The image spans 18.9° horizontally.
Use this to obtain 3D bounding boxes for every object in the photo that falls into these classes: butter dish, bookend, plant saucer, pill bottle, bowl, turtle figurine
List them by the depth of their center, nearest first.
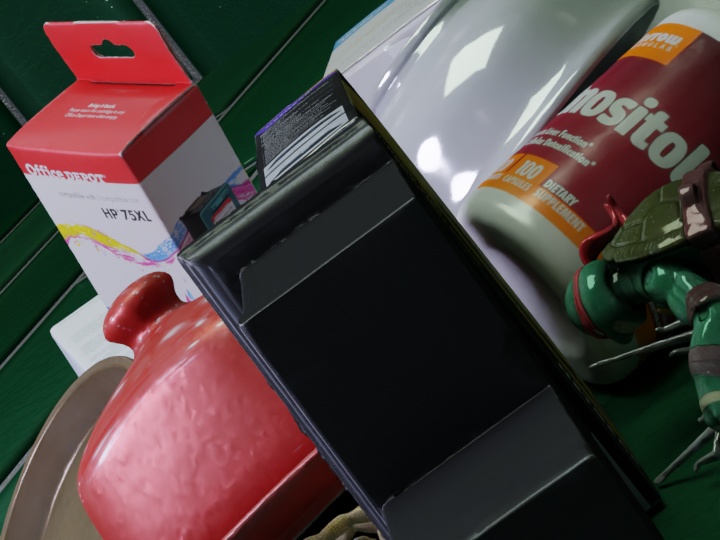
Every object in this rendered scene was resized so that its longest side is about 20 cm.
[{"bbox_3d":[0.030,0.066,0.745,0.092,0.199,0.200,-35,13,3],"label":"bookend"},{"bbox_3d":[0.155,0.004,0.872,0.199,0.101,0.150,-26,16,28],"label":"turtle figurine"},{"bbox_3d":[0.150,-0.050,1.029,0.200,0.113,0.113,-42,12,-16],"label":"pill bottle"},{"bbox_3d":[-0.066,0.063,1.065,0.199,0.148,0.200,-46,-5,23],"label":"butter dish"},{"bbox_3d":[0.063,-0.088,1.141,0.201,0.090,0.201,-51,-6,-7],"label":"bowl"},{"bbox_3d":[-0.153,0.147,1.207,0.200,0.029,0.201,-43,37,43],"label":"plant saucer"}]

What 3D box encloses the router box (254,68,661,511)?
[{"bbox_3d":[0.036,0.015,0.916,0.052,0.200,0.157,-38,12,4],"label":"router box"}]

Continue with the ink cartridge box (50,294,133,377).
[{"bbox_3d":[-0.095,0.035,1.348,0.160,0.047,0.200,-35,27,-10],"label":"ink cartridge box"}]

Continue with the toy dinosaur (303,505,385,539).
[{"bbox_3d":[0.019,0.117,0.971,0.101,0.058,0.200,-36,-10,-8],"label":"toy dinosaur"}]

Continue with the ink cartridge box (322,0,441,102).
[{"bbox_3d":[0.057,-0.133,1.582,0.125,0.129,0.200,-36,12,15],"label":"ink cartridge box"}]

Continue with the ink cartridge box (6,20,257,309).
[{"bbox_3d":[-0.120,-0.041,1.224,0.116,0.201,0.067,6,44,48],"label":"ink cartridge box"}]

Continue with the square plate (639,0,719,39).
[{"bbox_3d":[0.247,-0.183,1.215,0.197,0.029,0.201,-18,38,14],"label":"square plate"}]
